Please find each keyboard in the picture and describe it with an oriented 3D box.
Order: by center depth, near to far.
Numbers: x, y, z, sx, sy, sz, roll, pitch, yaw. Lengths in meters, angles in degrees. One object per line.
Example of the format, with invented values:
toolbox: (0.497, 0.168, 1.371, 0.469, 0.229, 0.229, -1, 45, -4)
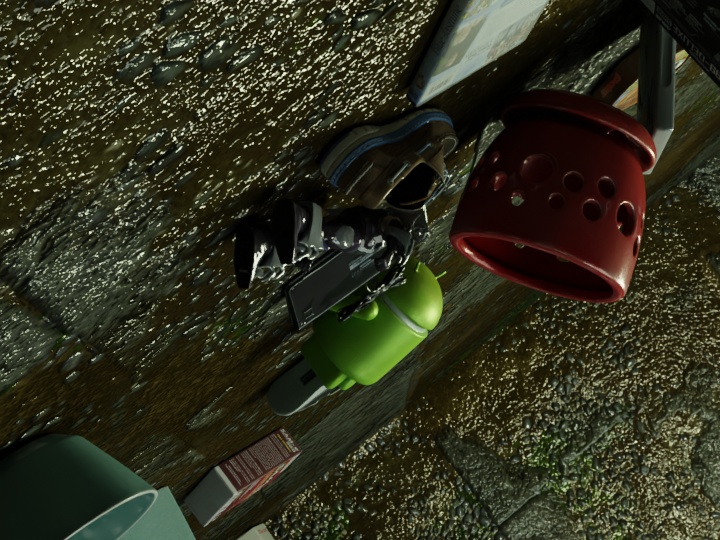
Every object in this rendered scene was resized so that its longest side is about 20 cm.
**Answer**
keyboard: (0.000, 0.000, 1.372, 0.199, 0.021, 0.128, -35, 142, -19)

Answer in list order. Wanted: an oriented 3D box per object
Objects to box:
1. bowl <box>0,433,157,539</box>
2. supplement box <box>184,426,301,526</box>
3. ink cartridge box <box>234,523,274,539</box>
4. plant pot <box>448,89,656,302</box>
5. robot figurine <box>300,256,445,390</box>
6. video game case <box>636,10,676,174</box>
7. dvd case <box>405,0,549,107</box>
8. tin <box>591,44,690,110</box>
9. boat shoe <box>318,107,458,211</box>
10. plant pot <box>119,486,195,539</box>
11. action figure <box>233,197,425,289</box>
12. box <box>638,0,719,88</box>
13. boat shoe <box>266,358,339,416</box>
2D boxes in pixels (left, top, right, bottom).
bowl: (-0.303, 0.232, 1.140, 0.200, 0.105, 0.201, -39, 169, -9)
supplement box: (-0.200, 0.353, 2.072, 0.109, 0.061, 0.199, -48, 167, 34)
ink cartridge box: (-0.276, 0.813, 3.263, 0.144, 0.201, 0.147, -37, 169, 0)
plant pot: (0.214, -0.083, 1.291, 0.200, 0.198, 0.185, 64, 45, -79)
robot figurine: (0.020, 0.061, 1.507, 0.200, 0.116, 0.175, -43, 157, 15)
video game case: (0.332, -0.221, 1.356, 0.022, 0.185, 0.200, 3, 172, 8)
dvd case: (0.118, -0.222, 0.973, 0.142, 0.018, 0.200, -35, 167, -28)
tin: (0.384, -0.269, 1.618, 0.199, 0.042, 0.112, -29, 169, -44)
boat shoe: (0.039, -0.091, 1.083, 0.072, 0.073, 0.199, -47, 167, 34)
plant pot: (-0.332, 0.474, 1.750, 0.196, 0.201, 0.195, -45, 168, 28)
action figure: (-0.025, -0.028, 1.083, 0.129, 0.070, 0.199, -9, 178, 37)
box: (0.388, -0.272, 1.195, 0.157, 0.201, 0.050, -40, 165, 2)
boat shoe: (-0.042, 0.144, 1.731, 0.199, 0.074, 0.068, -41, 164, 7)
